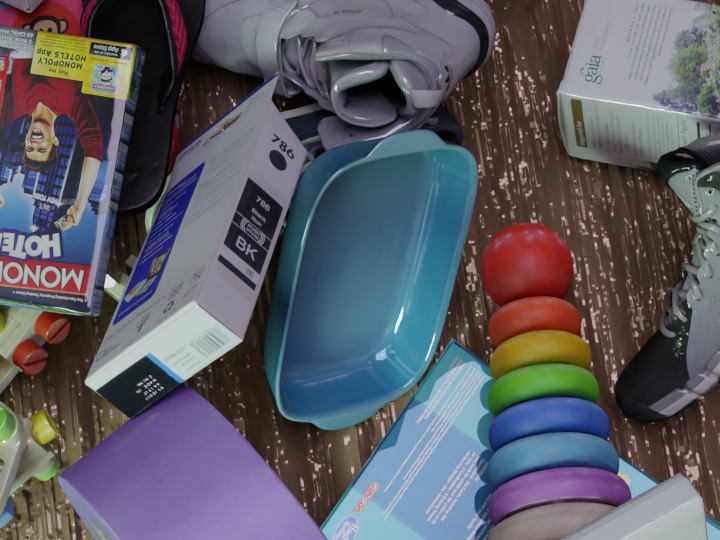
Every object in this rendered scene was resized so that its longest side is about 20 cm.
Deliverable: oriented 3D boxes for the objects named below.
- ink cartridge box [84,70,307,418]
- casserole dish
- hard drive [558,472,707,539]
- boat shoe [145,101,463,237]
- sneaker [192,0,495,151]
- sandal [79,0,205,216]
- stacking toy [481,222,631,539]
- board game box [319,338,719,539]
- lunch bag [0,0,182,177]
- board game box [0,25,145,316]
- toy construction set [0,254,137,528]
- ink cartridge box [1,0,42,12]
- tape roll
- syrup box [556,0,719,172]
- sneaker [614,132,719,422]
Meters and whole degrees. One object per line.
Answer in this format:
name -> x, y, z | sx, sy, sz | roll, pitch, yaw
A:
ink cartridge box -> -0.084, -0.017, 1.199 | 0.039, 0.099, 0.201 | 38, 40, -21
casserole dish -> 0.000, 0.000, 1.254 | 0.120, 0.201, 0.039 | -12, 39, -35
hard drive -> 0.097, 0.198, 1.160 | 0.199, 0.132, 0.026 | -28, 49, -11
boat shoe -> -0.032, -0.054, 1.313 | 0.199, 0.075, 0.062 | -22, 42, -16
sneaker -> -0.028, -0.128, 1.279 | 0.198, 0.076, 0.115 | 5, 32, 17
sandal -> -0.132, -0.130, 1.269 | 0.074, 0.045, 0.202 | 1, 66, 2
stacking toy -> 0.106, 0.067, 1.236 | 0.085, 0.086, 0.202 | -3, 66, -3
board game box -> 0.091, 0.160, 1.264 | 0.199, 0.047, 0.151 | 34, 74, 9
lunch bag -> -0.212, -0.117, 1.326 | 0.198, 0.082, 0.178 | -6, 72, -3
board game box -> -0.227, -0.038, 1.225 | 0.198, 0.062, 0.202 | 10, 88, 13
toy construction set -> -0.186, 0.050, 1.268 | 0.131, 0.092, 0.200 | 32, 64, 34
ink cartridge box -> -0.208, -0.269, 1.334 | 0.146, 0.083, 0.200 | 24, 56, 20
tape roll -> -0.071, 0.165, 1.178 | 0.085, 0.200, 0.200 | -37, 77, -13
syrup box -> 0.224, -0.104, 1.314 | 0.198, 0.082, 0.079 | 11, 66, 16
sneaker -> 0.196, -0.012, 1.266 | 0.115, 0.075, 0.200 | 40, 102, -20
